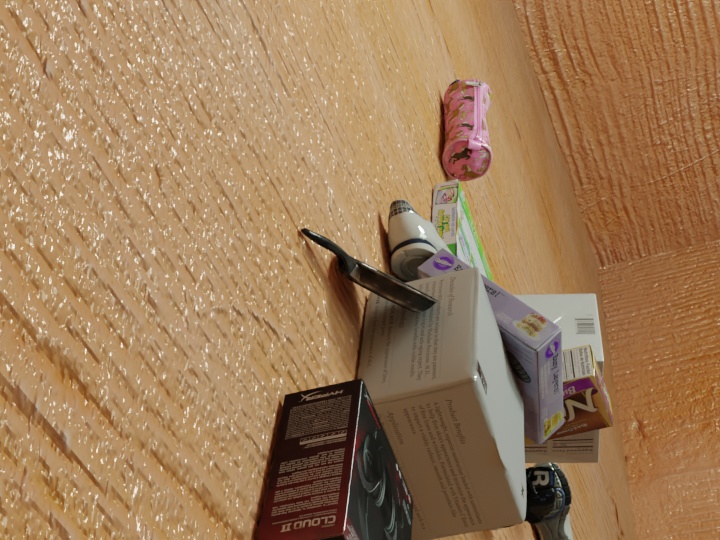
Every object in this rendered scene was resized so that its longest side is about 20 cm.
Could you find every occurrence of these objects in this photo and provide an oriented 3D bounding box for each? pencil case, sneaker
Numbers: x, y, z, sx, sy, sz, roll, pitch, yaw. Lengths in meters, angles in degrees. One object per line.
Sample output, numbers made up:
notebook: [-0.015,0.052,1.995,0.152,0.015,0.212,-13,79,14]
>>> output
pencil case: [0.170,-0.225,2.152,0.201,0.082,0.087,-83,156,-50]
sneaker: [0.085,-0.017,1.685,0.200,0.076,0.081,53,18,-60]
sneaker: [0.305,0.395,2.185,0.087,0.074,0.202,-90,171,-79]
sneaker: [0.195,0.264,1.765,0.200,0.111,0.074,60,21,-49]

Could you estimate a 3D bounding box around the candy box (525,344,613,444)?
candy box: [0.216,0.170,1.754,0.117,0.198,0.057,62,21,-44]

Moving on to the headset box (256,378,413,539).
headset box: [-0.016,0.211,1.089,0.201,0.077,0.150,-83,156,-56]

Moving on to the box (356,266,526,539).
box: [0.090,0.141,1.442,0.201,0.129,0.200,-81,154,-55]

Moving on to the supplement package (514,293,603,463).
supplement package: [0.274,0.159,1.992,0.152,0.149,0.201,-84,171,-52]

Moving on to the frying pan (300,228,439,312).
frying pan: [0.015,0.008,1.361,0.031,0.114,0.190,-64,159,2]

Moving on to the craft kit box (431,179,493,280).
craft kit box: [0.150,0.006,1.956,0.198,0.048,0.201,-79,152,-52]

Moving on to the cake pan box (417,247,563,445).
cake pan box: [0.151,0.089,1.600,0.199,0.052,0.185,35,-31,35]
